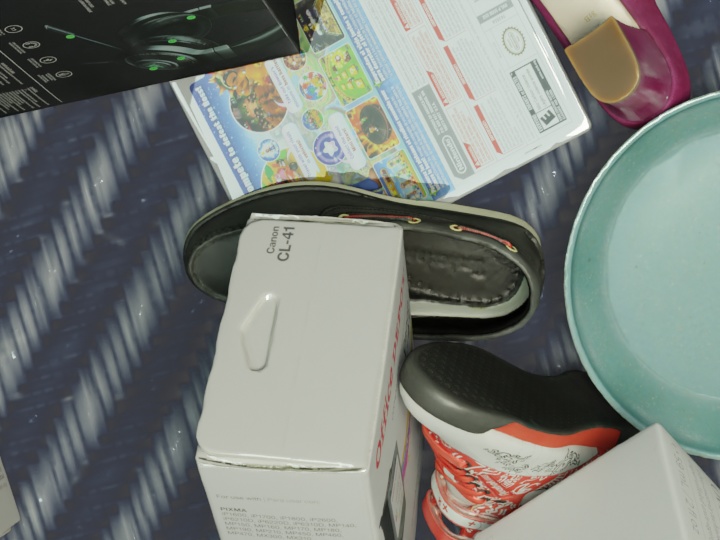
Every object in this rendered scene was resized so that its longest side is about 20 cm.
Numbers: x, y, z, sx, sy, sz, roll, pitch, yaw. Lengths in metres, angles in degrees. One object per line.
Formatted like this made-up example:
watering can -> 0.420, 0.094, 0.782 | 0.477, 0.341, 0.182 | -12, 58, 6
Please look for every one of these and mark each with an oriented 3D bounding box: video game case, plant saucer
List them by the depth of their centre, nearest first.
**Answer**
plant saucer -> 0.205, 0.000, 0.927 | 0.198, 0.036, 0.202 | 0, 103, 0
video game case -> 0.008, -0.097, 0.963 | 0.199, 0.018, 0.144 | -27, 93, 11

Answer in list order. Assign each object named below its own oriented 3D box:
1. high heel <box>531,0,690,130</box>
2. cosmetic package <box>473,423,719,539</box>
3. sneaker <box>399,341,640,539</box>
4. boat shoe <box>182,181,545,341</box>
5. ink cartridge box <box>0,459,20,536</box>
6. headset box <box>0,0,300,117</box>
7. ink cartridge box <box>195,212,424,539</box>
high heel -> 0.119, -0.167, 0.933 | 0.067, 0.096, 0.201 | -34, 70, 21
cosmetic package -> 0.165, 0.221, 0.831 | 0.122, 0.200, 0.200 | -34, 118, 20
sneaker -> 0.063, 0.102, 0.899 | 0.067, 0.201, 0.108 | 47, 109, 30
boat shoe -> 0.000, -0.003, 0.939 | 0.199, 0.063, 0.074 | 4, 111, 4
ink cartridge box -> -0.301, 0.081, 0.999 | 0.145, 0.083, 0.202 | -18, 94, 9
headset box -> -0.135, -0.162, 0.888 | 0.198, 0.174, 0.094 | -11, 76, 10
ink cartridge box -> -0.018, 0.092, 0.881 | 0.085, 0.149, 0.201 | 3, 143, 7
